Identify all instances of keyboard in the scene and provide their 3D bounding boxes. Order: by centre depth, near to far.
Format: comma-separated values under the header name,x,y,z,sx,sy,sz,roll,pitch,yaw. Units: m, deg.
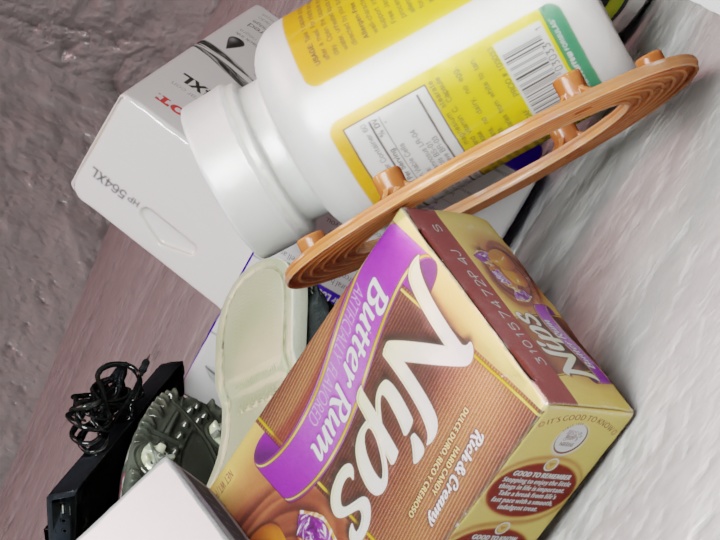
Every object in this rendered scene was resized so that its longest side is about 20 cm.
name,x,y,z,sx,sy,sz,roll,pitch,yaw
keyboard,-0.128,0.093,1.226,0.200,0.040,0.104,-57,-28,-72

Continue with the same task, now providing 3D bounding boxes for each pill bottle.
name,x,y,z,sx,sy,sz,roll,pitch,yaw
pill bottle,0.021,-0.088,1.186,0.200,0.113,0.113,-29,17,8

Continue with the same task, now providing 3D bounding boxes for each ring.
name,x,y,z,sx,sy,sz,roll,pitch,yaw
ring,0.054,-0.046,1.072,0.200,0.019,0.200,-27,-6,-3

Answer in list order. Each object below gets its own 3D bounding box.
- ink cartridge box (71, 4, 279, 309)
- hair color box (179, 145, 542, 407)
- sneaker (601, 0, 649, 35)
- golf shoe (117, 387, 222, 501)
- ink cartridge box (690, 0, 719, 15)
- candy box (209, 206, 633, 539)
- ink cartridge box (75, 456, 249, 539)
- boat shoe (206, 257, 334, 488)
name,x,y,z,sx,sy,sz,roll,pitch,yaw
ink cartridge box,-0.070,-0.073,1.607,0.084,0.146,0.200,-56,-6,31
hair color box,0.000,0.000,1.309,0.200,0.109,0.065,-60,3,20
sneaker,0.124,-0.187,1.229,0.200,0.081,0.074,-56,13,41
golf shoe,-0.095,0.151,1.186,0.088,0.077,0.200,-41,38,42
ink cartridge box,0.181,-0.215,0.993,0.200,0.084,0.146,-52,15,51
candy box,0.011,0.088,1.014,0.200,0.056,0.117,-56,49,26
ink cartridge box,-0.083,0.199,0.979,0.174,0.044,0.200,-43,51,1
boat shoe,-0.032,0.095,1.163,0.074,0.066,0.200,-27,50,36
